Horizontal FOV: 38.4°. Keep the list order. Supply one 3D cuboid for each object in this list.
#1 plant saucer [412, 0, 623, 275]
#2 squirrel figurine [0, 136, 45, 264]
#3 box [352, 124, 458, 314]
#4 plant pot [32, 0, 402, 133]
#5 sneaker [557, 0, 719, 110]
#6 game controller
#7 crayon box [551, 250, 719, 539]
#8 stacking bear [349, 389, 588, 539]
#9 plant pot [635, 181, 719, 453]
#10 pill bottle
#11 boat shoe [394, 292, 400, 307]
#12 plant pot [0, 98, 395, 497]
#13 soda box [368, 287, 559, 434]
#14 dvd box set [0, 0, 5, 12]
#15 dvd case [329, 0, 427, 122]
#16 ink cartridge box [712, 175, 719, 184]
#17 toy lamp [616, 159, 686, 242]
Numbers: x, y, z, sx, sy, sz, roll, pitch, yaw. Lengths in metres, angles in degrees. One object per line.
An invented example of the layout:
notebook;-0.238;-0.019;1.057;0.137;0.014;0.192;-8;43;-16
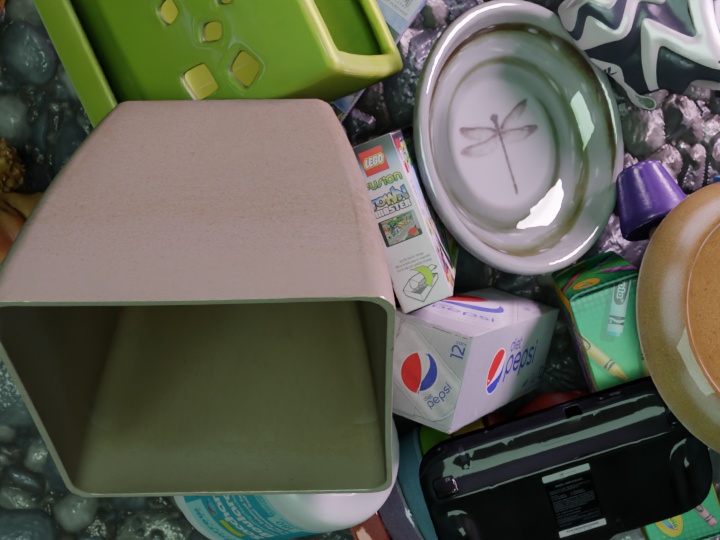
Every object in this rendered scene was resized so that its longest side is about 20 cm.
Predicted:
plant saucer;0.110;-0.096;0.769;0.199;0.050;0.202;2;85;-32
squirrel figurine;-0.281;-0.036;0.779;0.186;0.142;0.201;-28;74;-22
box;0.034;-0.044;0.734;0.034;0.200;0.111;-20;97;9
plant pot;-0.105;-0.186;0.711;0.180;0.200;0.200;-24;94;17
sneaker;0.259;-0.198;0.762;0.199;0.079;0.130;-38;106;-2
game controller;0.144;0.145;0.719;0.199;0.042;0.105;-18;112;5
crayon box;0.207;0.094;0.784;0.058;0.119;0.201;-19;97;7
stacking bear;0.094;0.159;0.790;0.199;0.122;0.114;-26;118;8
plant pot;0.283;0.032;0.703;0.198;0.027;0.202;3;78;-14
pill bottle;-0.068;0.143;0.762;0.111;0.111;0.200;56;142;-5
boat shoe;0.000;0.000;0.778;0.071;0.065;0.201;-10;72;-11
plant pot;-0.082;0.007;0.612;0.198;0.178;0.201;-1;142;0
soda box;0.081;0.058;0.745;0.063;0.200;0.069;17;101;25
dvd box set;-0.338;-0.272;0.815;0.145;0.029;0.201;24;100;1
dvd case;-0.055;-0.183;0.813;0.142;0.018;0.201;36;100;-1
ink cartridge box;0.322;0.034;0.792;0.115;0.068;0.202;5;98;3
toy lamp;0.236;0.016;0.756;0.058;0.058;0.201;-16;74;7
